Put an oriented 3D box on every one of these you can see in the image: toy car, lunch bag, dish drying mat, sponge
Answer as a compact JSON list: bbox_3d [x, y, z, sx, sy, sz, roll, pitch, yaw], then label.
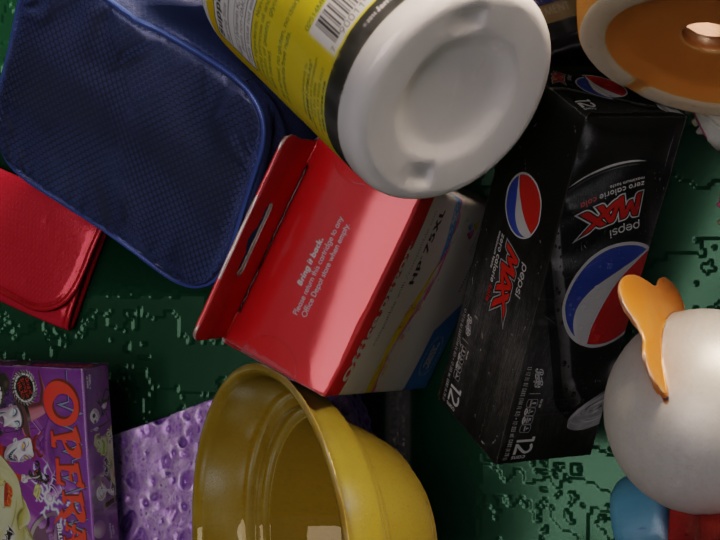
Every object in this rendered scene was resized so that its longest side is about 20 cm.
[{"bbox_3d":[0.177,0.077,0.838,0.183,0.177,0.201,-19,111,27],"label":"toy car"},{"bbox_3d":[-0.088,-0.091,0.982,0.199,0.132,0.137,34,123,17],"label":"lunch bag"},{"bbox_3d":[-0.253,-0.034,1.100,0.199,0.018,0.077,23,96,18],"label":"dish drying mat"},{"bbox_3d":[-0.081,0.132,1.032,0.199,0.030,0.112,-21,82,18],"label":"sponge"}]

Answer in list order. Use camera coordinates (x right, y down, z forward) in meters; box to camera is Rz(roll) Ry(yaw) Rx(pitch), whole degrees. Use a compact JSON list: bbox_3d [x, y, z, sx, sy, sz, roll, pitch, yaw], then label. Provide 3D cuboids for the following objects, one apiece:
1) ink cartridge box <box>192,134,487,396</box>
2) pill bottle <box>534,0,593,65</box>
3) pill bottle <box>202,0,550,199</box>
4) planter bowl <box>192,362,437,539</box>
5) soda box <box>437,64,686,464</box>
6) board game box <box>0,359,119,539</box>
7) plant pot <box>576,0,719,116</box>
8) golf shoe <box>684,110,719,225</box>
[{"bbox_3d":[0.000,0.000,0.915,0.067,0.200,0.117,28,98,19],"label":"ink cartridge box"},{"bbox_3d":[0.055,-0.189,0.946,0.111,0.112,0.201,-25,82,17],"label":"pill bottle"},{"bbox_3d":[-0.008,-0.132,0.854,0.115,0.114,0.200,-53,48,11],"label":"pill bottle"},{"bbox_3d":[-0.015,0.147,0.923,0.200,0.083,0.202,11,102,62],"label":"planter bowl"},{"bbox_3d":[0.101,-0.002,0.907,0.071,0.063,0.201,48,134,50],"label":"soda box"},{"bbox_3d":[-0.195,0.154,1.048,0.119,0.032,0.202,-1,94,31],"label":"board game box"},{"bbox_3d":[0.180,-0.182,0.827,0.198,0.200,0.185,6,69,19],"label":"plant pot"},{"bbox_3d":[0.218,-0.070,0.876,0.091,0.075,0.201,-33,48,29],"label":"golf shoe"}]
